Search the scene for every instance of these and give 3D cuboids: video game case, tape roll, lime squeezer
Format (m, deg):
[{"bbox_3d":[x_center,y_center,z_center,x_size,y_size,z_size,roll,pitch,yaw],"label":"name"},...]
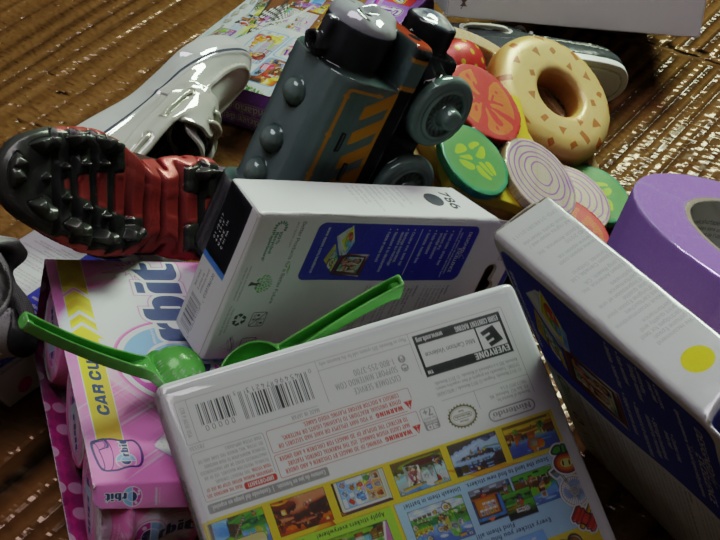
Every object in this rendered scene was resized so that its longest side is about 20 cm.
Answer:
[{"bbox_3d":[0.019,0.116,0.705,0.199,0.023,0.183,-15,74,-19],"label":"video game case"},{"bbox_3d":[0.232,0.020,0.791,0.199,0.066,0.200,19,22,-8],"label":"tape roll"},{"bbox_3d":[-0.075,0.044,0.724,0.199,0.071,0.038,-5,56,-22],"label":"lime squeezer"}]

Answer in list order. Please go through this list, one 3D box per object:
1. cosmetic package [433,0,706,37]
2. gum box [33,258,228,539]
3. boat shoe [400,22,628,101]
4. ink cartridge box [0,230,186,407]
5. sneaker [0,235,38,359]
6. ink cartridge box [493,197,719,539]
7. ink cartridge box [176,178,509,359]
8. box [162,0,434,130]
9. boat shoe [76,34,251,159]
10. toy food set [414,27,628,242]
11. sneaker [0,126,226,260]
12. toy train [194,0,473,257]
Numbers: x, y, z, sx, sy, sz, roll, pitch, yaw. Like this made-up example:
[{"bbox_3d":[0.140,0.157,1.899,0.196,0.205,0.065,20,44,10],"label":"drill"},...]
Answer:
[{"bbox_3d":[0.156,-0.230,1.124,0.199,0.052,0.151,3,22,-8],"label":"cosmetic package"},{"bbox_3d":[-0.110,0.078,0.782,0.113,0.066,0.200,2,35,-22],"label":"gum box"},{"bbox_3d":[0.100,-0.159,1.067,0.199,0.076,0.061,2,57,-1],"label":"boat shoe"},{"bbox_3d":[-0.213,0.026,0.901,0.095,0.037,0.200,27,45,31],"label":"ink cartridge box"},{"bbox_3d":[-0.244,0.052,0.787,0.115,0.075,0.200,6,56,17],"label":"sneaker"},{"bbox_3d":[0.158,0.084,0.678,0.047,0.198,0.200,-37,46,-9],"label":"ink cartridge box"},{"bbox_3d":[0.000,0.000,0.810,0.199,0.100,0.039,2,35,-38],"label":"ink cartridge box"},{"bbox_3d":[-0.046,-0.179,1.140,0.136,0.039,0.200,19,44,25],"label":"box"},{"bbox_3d":[-0.130,-0.098,0.987,0.066,0.072,0.200,32,43,18],"label":"boat shoe"},{"bbox_3d":[0.099,-0.086,0.937,0.200,0.049,0.199,15,50,-35],"label":"toy food set"},{"bbox_3d":[-0.158,-0.042,0.841,0.098,0.071,0.200,2,-3,29],"label":"sneaker"},{"bbox_3d":[-0.016,-0.066,0.830,0.114,0.200,0.085,4,32,-45],"label":"toy train"}]
